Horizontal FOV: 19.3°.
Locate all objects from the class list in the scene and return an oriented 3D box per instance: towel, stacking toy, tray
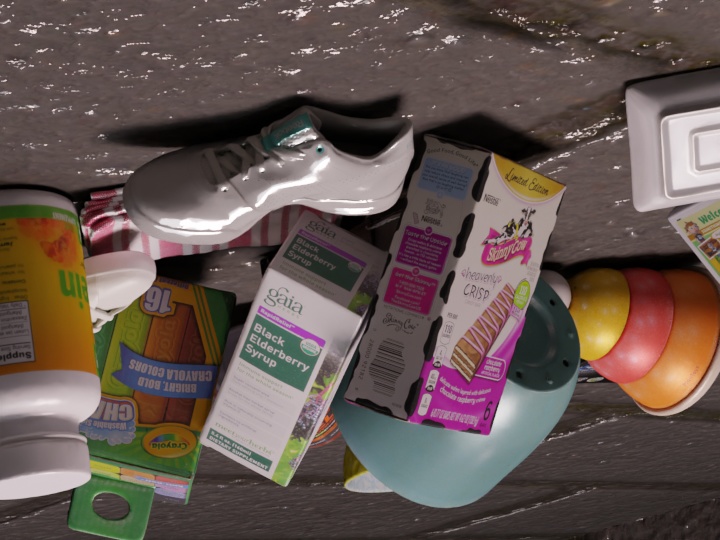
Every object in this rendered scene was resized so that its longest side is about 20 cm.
[{"bbox_3d":[-0.106,-0.036,1.572,0.199,0.030,0.146,-8,166,-6],"label":"towel"},{"bbox_3d":[0.230,0.040,1.957,0.200,0.146,0.146,21,152,-27],"label":"stacking toy"},{"bbox_3d":[0.288,-0.097,1.488,0.199,0.022,0.108,-10,125,0],"label":"tray"}]

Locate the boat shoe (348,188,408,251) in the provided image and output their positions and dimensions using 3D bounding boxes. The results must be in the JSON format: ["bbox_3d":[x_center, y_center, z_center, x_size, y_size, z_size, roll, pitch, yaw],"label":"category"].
[{"bbox_3d":[0.000,0.000,1.638,0.200,0.072,0.060,-29,-169,32],"label":"boat shoe"}]

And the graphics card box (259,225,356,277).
[{"bbox_3d":[0.033,-0.007,1.732,0.200,0.051,0.125,-17,164,30],"label":"graphics card box"}]

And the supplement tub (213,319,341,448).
[{"bbox_3d":[-0.076,0.102,1.956,0.107,0.107,0.200,-13,165,14],"label":"supplement tub"}]

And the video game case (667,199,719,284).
[{"bbox_3d":[0.369,-0.011,1.724,0.022,0.182,0.200,-44,-173,-35],"label":"video game case"}]

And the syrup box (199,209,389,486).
[{"bbox_3d":[-0.048,0.059,1.583,0.079,0.081,0.200,27,133,3],"label":"syrup box"}]

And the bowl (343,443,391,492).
[{"bbox_3d":[0.071,0.166,2.289,0.200,0.108,0.200,-9,165,-3],"label":"bowl"}]

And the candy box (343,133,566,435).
[{"bbox_3d":[0.071,0.014,1.542,0.061,0.200,0.136,17,-179,30],"label":"candy box"}]

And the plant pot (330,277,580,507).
[{"bbox_3d":[0.095,0.083,1.849,0.200,0.201,0.161,2,151,-37],"label":"plant pot"}]

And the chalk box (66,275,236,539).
[{"bbox_3d":[-0.182,0.112,1.691,0.125,0.200,0.124,12,163,-4],"label":"chalk box"}]

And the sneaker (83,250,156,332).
[{"bbox_3d":[-0.230,0.056,1.588,0.200,0.085,0.073,-27,158,18],"label":"sneaker"}]

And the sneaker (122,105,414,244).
[{"bbox_3d":[-0.059,-0.075,1.412,0.200,0.075,0.089,-11,154,-20],"label":"sneaker"}]

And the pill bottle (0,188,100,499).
[{"bbox_3d":[-0.241,0.054,1.484,0.111,0.200,0.111,-9,166,-2],"label":"pill bottle"}]

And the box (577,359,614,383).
[{"bbox_3d":[0.307,0.075,2.222,0.193,0.048,0.200,4,161,-35],"label":"box"}]
